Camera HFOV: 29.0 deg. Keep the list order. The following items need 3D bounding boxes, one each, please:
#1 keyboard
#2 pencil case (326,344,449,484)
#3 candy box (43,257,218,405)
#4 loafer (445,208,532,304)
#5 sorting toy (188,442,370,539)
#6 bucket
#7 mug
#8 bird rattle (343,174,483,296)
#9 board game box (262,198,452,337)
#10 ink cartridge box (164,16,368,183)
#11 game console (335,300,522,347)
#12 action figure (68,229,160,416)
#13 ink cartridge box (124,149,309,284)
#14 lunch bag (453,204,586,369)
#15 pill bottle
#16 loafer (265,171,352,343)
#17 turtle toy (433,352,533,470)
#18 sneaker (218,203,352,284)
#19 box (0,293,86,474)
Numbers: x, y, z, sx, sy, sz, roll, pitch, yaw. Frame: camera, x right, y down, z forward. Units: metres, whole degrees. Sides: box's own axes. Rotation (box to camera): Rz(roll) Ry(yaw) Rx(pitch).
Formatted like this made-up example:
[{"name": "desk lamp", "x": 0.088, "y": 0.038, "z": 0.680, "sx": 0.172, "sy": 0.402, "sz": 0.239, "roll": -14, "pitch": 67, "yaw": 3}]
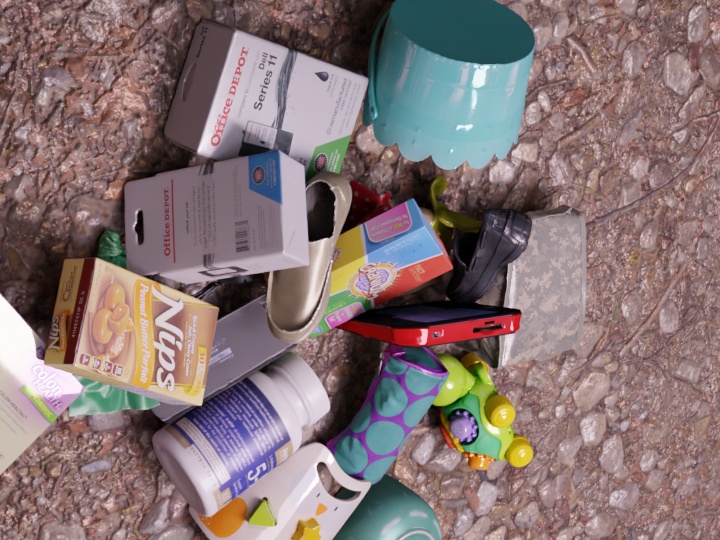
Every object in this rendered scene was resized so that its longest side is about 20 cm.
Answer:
[{"name": "keyboard", "x": -0.181, "y": 0.080, "z": 1.636, "sx": 0.198, "sy": 0.021, "sz": 0.128, "roll": -30, "pitch": 101, "yaw": -16}, {"name": "pencil case", "x": 0.031, "y": 0.180, "z": 1.779, "sx": 0.091, "sy": 0.085, "sz": 0.201, "roll": 24, "pitch": 115, "yaw": -13}, {"name": "candy box", "x": -0.245, "y": 0.070, "z": 1.514, "sx": 0.199, "sy": 0.055, "sz": 0.117, "roll": 26, "pitch": 69, "yaw": -50}, {"name": "loafer", "x": 0.145, "y": -0.021, "z": 1.725, "sx": 0.070, "sy": 0.201, "sz": 0.069, "roll": 23, "pitch": 58, "yaw": -8}, {"name": "sorting toy", "x": -0.079, "y": 0.306, "z": 1.745, "sx": 0.180, "sy": 0.107, "sz": 0.200, "roll": -46, "pitch": 128, "yaw": 2}, {"name": "bucket", "x": 0.106, "y": -0.230, "z": 1.635, "sx": 0.205, "sy": 0.207, "sz": 0.136, "roll": -14, "pitch": 135, "yaw": -32}, {"name": "mug", "x": 0.037, "y": 0.380, "z": 1.871, "sx": 0.151, "sy": 0.114, "sz": 0.187, "roll": -24, "pitch": 118, "yaw": -28}, {"name": "bird rattle", "x": 0.056, "y": -0.032, "z": 1.757, "sx": 0.198, "sy": 0.113, "sz": 0.165, "roll": -17, "pitch": 131, "yaw": -28}, {"name": "board game box", "x": 0.000, "y": 0.000, "z": 1.661, "sx": 0.198, "sy": 0.041, "sz": 0.153, "roll": -26, "pitch": 156, "yaw": 8}, {"name": "ink cartridge box", "x": -0.106, "y": -0.185, "z": 1.587, "sx": 0.198, "sy": 0.083, "sz": 0.149, "roll": 13, "pitch": 98, "yaw": -38}, {"name": "game console", "x": 0.086, "y": 0.061, "z": 1.758, "sx": 0.198, "sy": 0.176, "sz": 0.032, "roll": -5, "pitch": 101, "yaw": -34}, {"name": "action figure", "x": -0.279, "y": 0.056, "z": 1.558, "sx": 0.117, "sy": 0.054, "sz": 0.203, "roll": -4, "pitch": 98, "yaw": -45}, {"name": "ink cartridge box", "x": -0.160, "y": -0.054, "z": 1.536, "sx": 0.067, "sy": 0.197, "sz": 0.118, "roll": 22, "pitch": 62, "yaw": -64}, {"name": "lunch bag", "x": 0.219, "y": 0.012, "z": 1.876, "sx": 0.162, "sy": 0.117, "sz": 0.203, "roll": -11, "pitch": 116, "yaw": -36}, {"name": "pill bottle", "x": -0.139, "y": 0.190, "z": 1.671, "sx": 0.199, "sy": 0.119, "sz": 0.121, "roll": -35, "pitch": 124, "yaw": -21}, {"name": "loafer", "x": -0.065, "y": -0.019, "z": 1.563, "sx": 0.068, "sy": 0.075, "sz": 0.203, "roll": 34, "pitch": 69, "yaw": -75}, {"name": "turtle toy", "x": 0.148, "y": 0.187, "z": 1.885, "sx": 0.100, "sy": 0.146, "sz": 0.201, "roll": -28, "pitch": 122, "yaw": -1}, {"name": "sneaker", "x": -0.095, "y": -0.060, "z": 1.649, "sx": 0.199, "sy": 0.076, "sz": 0.092, "roll": -29, "pitch": 117, "yaw": -27}, {"name": "box", "x": -0.424, "y": 0.123, "z": 1.452, "sx": 0.200, "sy": 0.096, "sz": 0.177, "roll": -45, "pitch": 127, "yaw": -14}]
